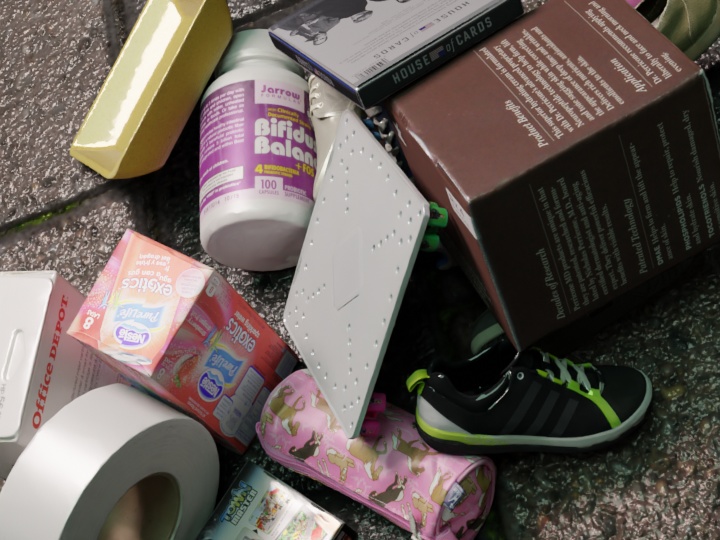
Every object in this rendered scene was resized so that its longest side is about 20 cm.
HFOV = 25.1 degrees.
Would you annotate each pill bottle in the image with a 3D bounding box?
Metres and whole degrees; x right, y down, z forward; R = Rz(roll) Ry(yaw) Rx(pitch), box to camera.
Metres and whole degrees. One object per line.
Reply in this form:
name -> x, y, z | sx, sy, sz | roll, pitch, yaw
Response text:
pill bottle -> -0.089, -0.111, 1.452 | 0.111, 0.112, 0.202 | -11, 63, 16

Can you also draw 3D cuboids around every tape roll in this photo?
tape roll -> -0.203, 0.197, 1.299 | 0.070, 0.203, 0.204 | 23, 76, 28

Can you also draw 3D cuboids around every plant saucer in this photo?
plant saucer -> -0.189, -0.175, 1.504 | 0.201, 0.048, 0.200 | -61, 24, -1

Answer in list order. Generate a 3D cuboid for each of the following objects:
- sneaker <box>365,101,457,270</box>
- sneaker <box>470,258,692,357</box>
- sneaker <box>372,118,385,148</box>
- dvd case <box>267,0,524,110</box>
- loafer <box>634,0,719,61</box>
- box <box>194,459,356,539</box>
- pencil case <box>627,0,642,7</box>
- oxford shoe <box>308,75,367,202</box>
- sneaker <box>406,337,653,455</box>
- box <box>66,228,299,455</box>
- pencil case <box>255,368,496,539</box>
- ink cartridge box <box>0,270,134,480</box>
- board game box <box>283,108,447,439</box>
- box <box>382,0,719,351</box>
sneaker -> 0.035, -0.090, 1.368 | 0.199, 0.081, 0.147 | 35, 97, -8
sneaker -> 0.165, -0.002, 1.330 | 0.199, 0.075, 0.107 | -28, 54, -4
sneaker -> 0.046, -0.165, 1.431 | 0.075, 0.105, 0.201 | 25, 78, 27
dvd case -> 0.023, -0.200, 1.297 | 0.149, 0.025, 0.200 | -32, 31, -9
loafer -> 0.216, -0.170, 1.354 | 0.200, 0.067, 0.076 | -47, 31, 19
box -> -0.102, 0.268, 1.321 | 0.110, 0.035, 0.201 | 29, 79, 30
pencil case -> 0.278, -0.283, 1.407 | 0.199, 0.091, 0.094 | -35, 51, 0
oxford shoe -> -0.021, -0.146, 1.425 | 0.057, 0.075, 0.202 | 12, 64, 1
sneaker -> 0.135, 0.092, 1.247 | 0.198, 0.084, 0.072 | -8, 35, -10
box -> -0.142, 0.063, 1.337 | 0.094, 0.200, 0.103 | 23, 77, 27
pencil case -> 0.011, 0.151, 1.306 | 0.199, 0.086, 0.084 | 25, 107, 30
ink cartridge box -> -0.259, 0.105, 1.363 | 0.083, 0.200, 0.147 | 0, 65, 21
board game box -> 0.000, 0.000, 1.290 | 0.200, 0.026, 0.202 | -125, 48, -57
box -> 0.152, -0.084, 1.229 | 0.199, 0.165, 0.166 | -28, 42, -4
